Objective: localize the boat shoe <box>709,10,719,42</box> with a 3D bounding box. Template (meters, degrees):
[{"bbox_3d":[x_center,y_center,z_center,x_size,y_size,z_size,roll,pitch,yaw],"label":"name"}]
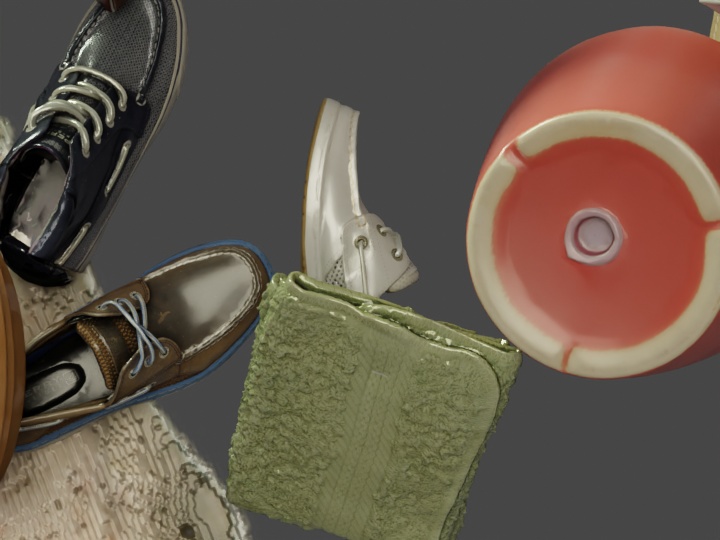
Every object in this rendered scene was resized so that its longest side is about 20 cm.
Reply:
[{"bbox_3d":[0.237,-0.177,1.433,0.064,0.071,0.201,23,96,41],"label":"boat shoe"}]

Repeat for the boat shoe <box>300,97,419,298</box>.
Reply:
[{"bbox_3d":[0.000,0.000,1.430,0.069,0.071,0.201,1,94,4],"label":"boat shoe"}]

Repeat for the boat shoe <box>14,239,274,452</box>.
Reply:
[{"bbox_3d":[-0.139,0.048,1.432,0.200,0.072,0.072,-33,84,1],"label":"boat shoe"}]

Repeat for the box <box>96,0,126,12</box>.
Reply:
[{"bbox_3d":[-0.142,-0.292,1.400,0.166,0.164,0.200,38,76,8],"label":"box"}]

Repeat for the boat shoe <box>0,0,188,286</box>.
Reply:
[{"bbox_3d":[-0.160,-0.088,1.436,0.074,0.093,0.201,19,87,6],"label":"boat shoe"}]

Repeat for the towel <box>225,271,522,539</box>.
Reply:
[{"bbox_3d":[0.000,0.087,1.369,0.148,0.200,0.037,19,46,2],"label":"towel"}]

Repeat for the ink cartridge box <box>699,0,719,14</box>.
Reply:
[{"bbox_3d":[0.315,-0.127,1.327,0.200,0.176,0.084,31,87,-21],"label":"ink cartridge box"}]

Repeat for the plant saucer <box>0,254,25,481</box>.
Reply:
[{"bbox_3d":[-0.240,0.055,1.400,0.037,0.200,0.201,0,83,-34],"label":"plant saucer"}]

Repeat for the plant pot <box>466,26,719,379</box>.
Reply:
[{"bbox_3d":[0.144,-0.028,1.340,0.200,0.177,0.201,3,100,15],"label":"plant pot"}]
